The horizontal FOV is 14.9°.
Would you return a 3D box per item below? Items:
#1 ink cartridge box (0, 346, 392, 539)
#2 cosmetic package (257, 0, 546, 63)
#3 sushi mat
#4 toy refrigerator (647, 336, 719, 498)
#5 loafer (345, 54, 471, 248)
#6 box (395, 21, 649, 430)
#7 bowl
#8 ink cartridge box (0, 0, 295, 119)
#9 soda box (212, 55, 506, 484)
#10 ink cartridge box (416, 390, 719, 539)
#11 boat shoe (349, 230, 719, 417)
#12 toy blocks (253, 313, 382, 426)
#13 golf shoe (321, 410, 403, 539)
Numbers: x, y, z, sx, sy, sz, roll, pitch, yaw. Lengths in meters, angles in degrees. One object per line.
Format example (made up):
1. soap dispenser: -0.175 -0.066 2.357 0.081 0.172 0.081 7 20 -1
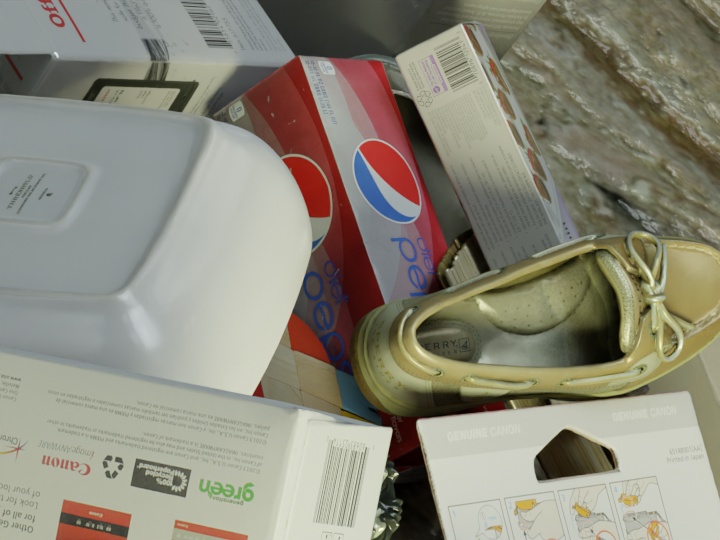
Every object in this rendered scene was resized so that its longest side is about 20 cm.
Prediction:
1. ink cartridge box: -0.109 0.120 0.988 0.200 0.176 0.084 10 -4 24
2. cosmetic package: 0.017 -0.139 1.449 0.090 0.200 0.107 -1 50 -42
3. sushi mat: 0.093 0.072 1.332 0.200 0.012 0.096 62 21 -9
4. toy refrigerator: 0.185 0.109 1.408 0.076 0.070 0.200 30 28 -37
5. loafer: 0.045 -0.024 1.399 0.200 0.075 0.070 49 25 -15
6. box: 0.078 -0.023 1.326 0.200 0.041 0.039 65 19 3
7. bowl: -0.132 -0.006 1.144 0.199 0.075 0.200 7 39 15
8. ink cartridge box: -0.143 -0.120 1.344 0.200 0.068 0.116 -2 48 -46
9. soda box: 0.000 0.000 1.318 0.063 0.070 0.200 -1 67 -49
10. ink cartridge box: 0.101 0.150 1.247 0.200 0.045 0.177 -2 71 -46
11. boat shoe: 0.094 0.021 1.257 0.200 0.063 0.073 -8 80 -26
12. toy blocks: -0.049 0.066 1.233 0.137 0.100 0.200 26 35 -36
13. golf shoe: -0.051 0.134 1.107 0.077 0.088 0.200 35 43 -1
